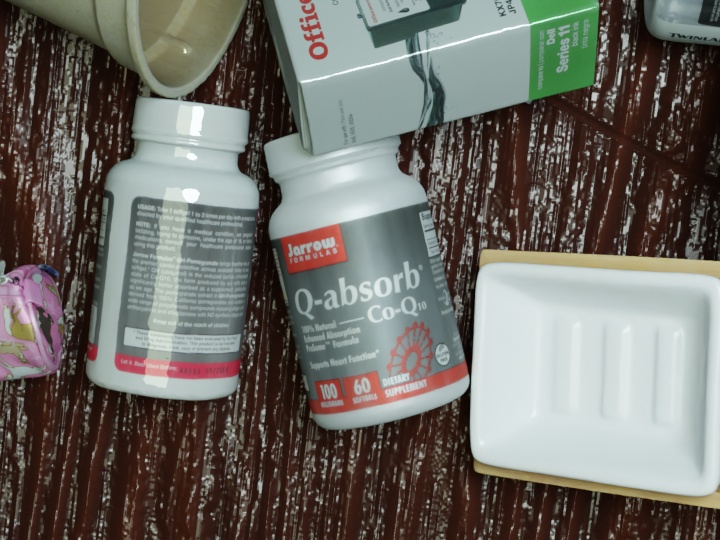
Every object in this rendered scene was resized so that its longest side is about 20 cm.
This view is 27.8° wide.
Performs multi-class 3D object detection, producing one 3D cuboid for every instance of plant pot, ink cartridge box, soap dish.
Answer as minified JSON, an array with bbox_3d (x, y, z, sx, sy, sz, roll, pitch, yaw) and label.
[{"bbox_3d":[-0.183,-0.241,0.990,0.182,0.200,0.203,18,95,15],"label":"plant pot"},{"bbox_3d":[0.039,-0.175,0.956,0.198,0.083,0.148,-15,60,-4],"label":"ink cartridge box"},{"bbox_3d":[0.172,0.069,0.988,0.198,0.081,0.159,4,93,35],"label":"soap dish"}]

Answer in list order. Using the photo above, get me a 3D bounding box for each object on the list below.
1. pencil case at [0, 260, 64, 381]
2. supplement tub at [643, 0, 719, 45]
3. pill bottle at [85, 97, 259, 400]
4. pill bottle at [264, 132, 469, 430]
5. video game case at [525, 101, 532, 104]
[{"bbox_3d":[-0.316,0.044,1.057,0.197,0.083,0.088,-7,94,5],"label":"pencil case"},{"bbox_3d":[0.296,-0.208,0.976,0.197,0.123,0.124,7,94,4],"label":"supplement tub"},{"bbox_3d":[-0.129,-0.017,1.025,0.109,0.111,0.203,7,94,4],"label":"pill bottle"},{"bbox_3d":[0.000,0.000,1.014,0.115,0.116,0.202,-14,92,5],"label":"pill bottle"},{"bbox_3d":[0.073,-0.232,1.044,0.199,0.019,0.144,31,95,3],"label":"video game case"}]
